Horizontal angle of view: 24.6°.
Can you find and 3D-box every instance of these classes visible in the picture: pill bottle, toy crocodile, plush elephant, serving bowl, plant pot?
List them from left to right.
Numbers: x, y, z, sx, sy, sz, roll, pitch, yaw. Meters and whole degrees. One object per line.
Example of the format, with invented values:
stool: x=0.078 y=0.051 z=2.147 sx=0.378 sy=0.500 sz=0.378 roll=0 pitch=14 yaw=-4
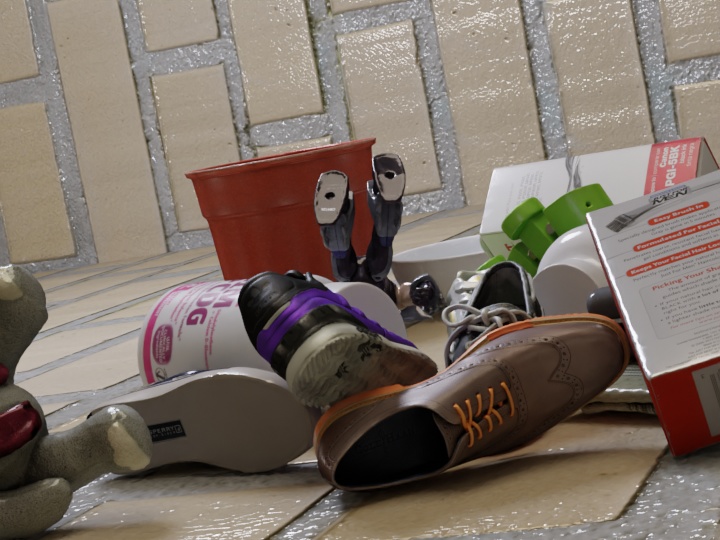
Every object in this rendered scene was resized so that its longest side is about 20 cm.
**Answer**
plush elephant: x=-0.264 y=0.101 z=1.012 sx=0.200 sy=0.165 sz=0.155 roll=-38 pitch=-17 yaw=16
pill bottle: x=-0.067 y=0.061 z=1.254 sx=0.200 sy=0.113 sz=0.113 roll=-5 pitch=8 yaw=45
plant pot: x=-0.065 y=-0.023 z=1.702 sx=0.201 sy=0.195 sz=0.201 roll=-10 pitch=6 yaw=1
serving bowl: x=0.133 y=0.001 z=1.758 sx=0.200 sy=0.066 sz=0.200 roll=-10 pitch=5 yaw=1
toy crocodile: x=0.145 y=-0.003 z=1.382 sx=0.062 sy=0.068 sz=0.200 roll=-26 pitch=-23 yaw=-37
pill bottle: x=0.208 y=0.010 z=1.274 sx=0.111 sy=0.111 sz=0.200 roll=-6 pitch=6 yaw=38

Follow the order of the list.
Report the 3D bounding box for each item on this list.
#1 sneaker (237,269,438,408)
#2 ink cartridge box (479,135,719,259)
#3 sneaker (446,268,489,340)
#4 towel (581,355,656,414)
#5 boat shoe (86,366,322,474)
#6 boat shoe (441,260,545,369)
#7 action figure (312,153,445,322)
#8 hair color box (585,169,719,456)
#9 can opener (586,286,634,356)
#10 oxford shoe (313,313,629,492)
sneaker: x=-0.019 y=0.044 z=1.061 sx=0.070 sy=0.100 sz=0.200 roll=-47 pitch=-25 yaw=1
ink cartridge box: x=0.226 y=-0.032 z=1.461 sx=0.200 sy=0.083 sz=0.147 roll=-7 pitch=-38 yaw=28
sneaker: x=0.098 y=0.045 z=1.288 sx=0.076 sy=0.081 sz=0.200 roll=-9 pitch=7 yaw=-2
towel: x=0.255 y=0.066 z=1.080 sx=0.192 sy=0.035 sz=0.200 roll=-19 pitch=12 yaw=-39
boat shoe: x=-0.092 y=0.094 z=1.152 sx=0.200 sy=0.075 sz=0.093 roll=-6 pitch=12 yaw=35
boat shoe: x=0.092 y=0.052 z=1.106 sx=0.074 sy=0.068 sz=0.199 roll=-6 pitch=22 yaw=20
action figure: x=0.000 y=0.000 z=1.310 sx=0.130 sy=0.069 sz=0.200 roll=-8 pitch=-39 yaw=-4
hair color box: x=0.212 y=0.018 z=0.996 sx=0.111 sy=0.064 sz=0.200 roll=-19 pitch=30 yaw=7
can opener: x=0.240 y=0.026 z=1.065 sx=0.200 sy=0.053 sz=0.067 roll=-9 pitch=8 yaw=26
oxford shoe: x=0.070 y=0.086 z=0.974 sx=0.200 sy=0.071 sz=0.073 roll=-25 pitch=11 yaw=2
